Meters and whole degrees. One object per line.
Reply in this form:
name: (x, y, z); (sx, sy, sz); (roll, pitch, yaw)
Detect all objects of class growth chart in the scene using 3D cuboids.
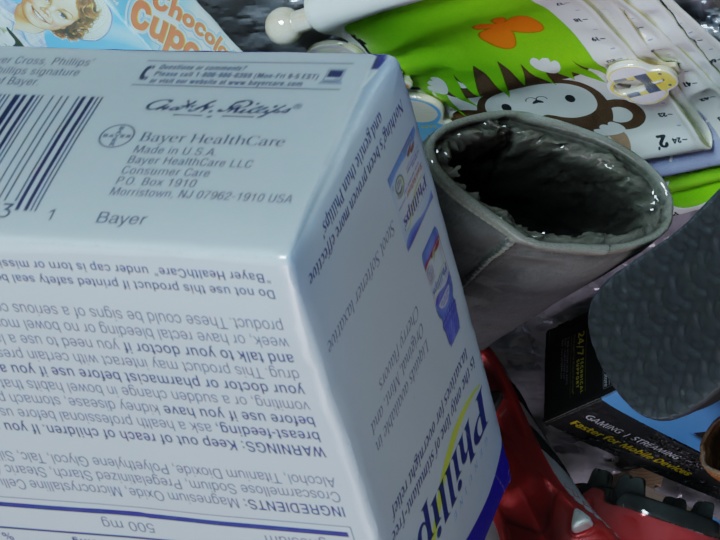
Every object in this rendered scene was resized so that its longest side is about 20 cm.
growth chart: (0.075, -0.064, 0.957); (0.145, 0.018, 0.200); (-19, 144, 39)

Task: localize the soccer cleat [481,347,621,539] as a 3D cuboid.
soccer cleat: (0.071, 0.115, 1.132); (0.069, 0.200, 0.085); (-28, 160, -2)

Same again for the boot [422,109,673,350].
boot: (-0.001, -0.002, 1.008); (0.181, 0.073, 0.200); (3, 166, -17)

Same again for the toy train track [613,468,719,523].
toy train track: (0.203, 0.133, 1.313); (0.200, 0.033, 0.115); (25, 154, -25)

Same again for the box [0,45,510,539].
box: (-0.065, 0.032, 0.891); (0.183, 0.105, 0.200); (3, 133, 22)

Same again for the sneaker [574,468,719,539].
sneaker: (0.085, 0.140, 1.220); (0.071, 0.098, 0.200); (20, 172, -26)

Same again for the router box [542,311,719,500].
router box: (0.199, 0.054, 1.129); (0.200, 0.051, 0.149); (24, 145, -33)

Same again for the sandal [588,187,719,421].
sandal: (0.149, -0.005, 0.905); (0.048, 0.075, 0.200); (-23, 176, -33)

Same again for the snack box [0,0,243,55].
snack box: (-0.074, -0.034, 0.935); (0.116, 0.037, 0.200); (-22, 119, 40)

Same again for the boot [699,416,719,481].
boot: (0.248, 0.089, 1.066); (0.200, 0.074, 0.155); (-19, 140, 27)
